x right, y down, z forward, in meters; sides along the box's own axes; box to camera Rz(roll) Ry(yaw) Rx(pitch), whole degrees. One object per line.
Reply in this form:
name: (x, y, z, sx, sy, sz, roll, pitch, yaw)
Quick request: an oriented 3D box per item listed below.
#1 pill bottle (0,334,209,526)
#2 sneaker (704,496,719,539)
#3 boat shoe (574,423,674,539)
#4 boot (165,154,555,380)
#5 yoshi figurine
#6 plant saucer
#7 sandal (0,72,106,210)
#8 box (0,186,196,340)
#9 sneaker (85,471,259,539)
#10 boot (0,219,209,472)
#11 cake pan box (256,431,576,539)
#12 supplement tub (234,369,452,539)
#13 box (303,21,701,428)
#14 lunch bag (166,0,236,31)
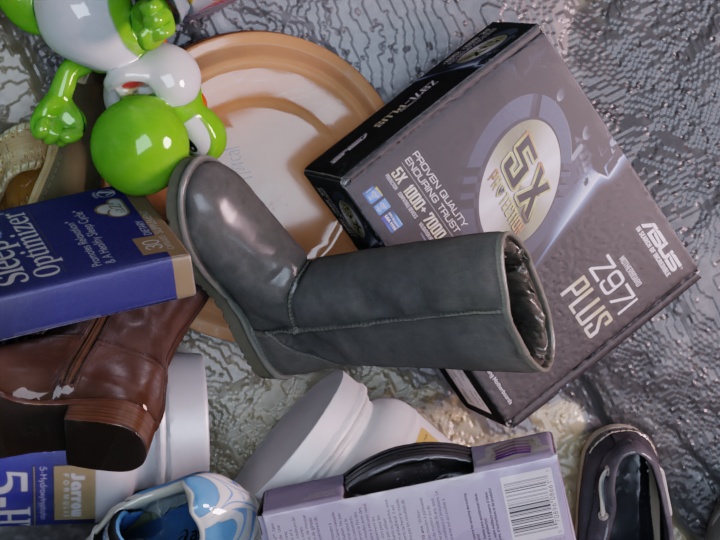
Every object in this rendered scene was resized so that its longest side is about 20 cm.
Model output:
pill bottle: (-0.197, 0.099, 1.625, 0.199, 0.120, 0.120, -2, 94, -7)
sneaker: (0.314, 0.132, 1.722, 0.200, 0.070, 0.080, -43, 101, -3)
boat shoe: (0.173, 0.204, 1.710, 0.072, 0.063, 0.201, -2, 95, -8)
boot: (0.000, -0.002, 1.554, 0.182, 0.199, 0.073, 57, 47, -34)
yoshi figurine: (-0.157, -0.124, 1.563, 0.112, 0.112, 0.200, -46, 115, -12)
plant saucer: (-0.066, -0.053, 1.666, 0.199, 0.032, 0.201, -1, 95, -13)
sandal: (-0.205, -0.075, 1.650, 0.069, 0.078, 0.213, 15, 85, 23)
box: (-0.209, 0.002, 1.533, 0.199, 0.121, 0.033, -15, 118, -16)
sneaker: (-0.152, 0.179, 1.589, 0.200, 0.072, 0.072, -33, 139, 23)
boot: (-0.189, 0.029, 1.568, 0.185, 0.200, 0.064, 15, 130, 0)
cake pan box: (0.046, 0.204, 1.555, 0.183, 0.052, 0.201, -14, 104, 2)
supplement tub: (0.023, 0.172, 1.647, 0.200, 0.144, 0.145, 41, 88, -8)
box: (0.091, -0.030, 1.651, 0.164, 0.086, 0.200, -37, 105, -11)
lunch bag: (-0.070, -0.237, 1.577, 0.169, 0.200, 0.127, -33, 98, -3)
